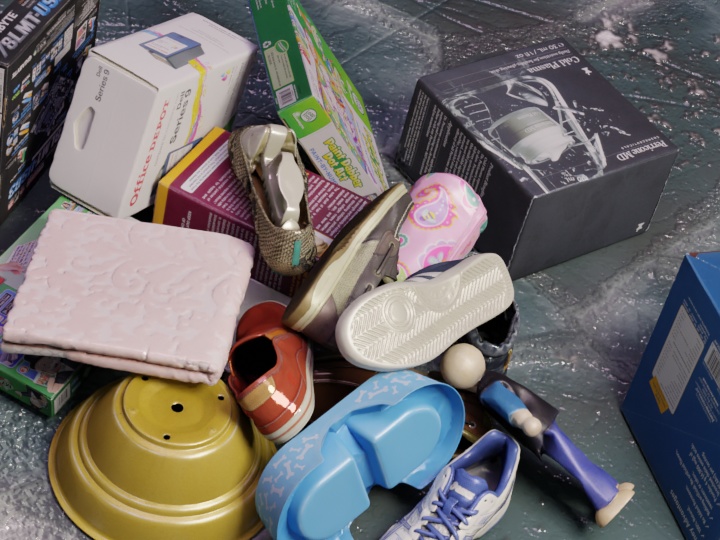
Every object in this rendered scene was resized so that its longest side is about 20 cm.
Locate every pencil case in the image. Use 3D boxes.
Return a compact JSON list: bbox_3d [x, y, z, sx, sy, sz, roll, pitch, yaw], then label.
[{"bbox_3d":[0.048,0.006,1.723,0.087,0.088,0.200,23,58,10],"label":"pencil case"}]

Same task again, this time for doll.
[{"bbox_3d":[0.150,0.135,1.612,0.200,0.048,0.136,43,6,6],"label":"doll"}]

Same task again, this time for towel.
[{"bbox_3d":[-0.197,0.021,1.610,0.190,0.032,0.200,9,34,1],"label":"towel"}]

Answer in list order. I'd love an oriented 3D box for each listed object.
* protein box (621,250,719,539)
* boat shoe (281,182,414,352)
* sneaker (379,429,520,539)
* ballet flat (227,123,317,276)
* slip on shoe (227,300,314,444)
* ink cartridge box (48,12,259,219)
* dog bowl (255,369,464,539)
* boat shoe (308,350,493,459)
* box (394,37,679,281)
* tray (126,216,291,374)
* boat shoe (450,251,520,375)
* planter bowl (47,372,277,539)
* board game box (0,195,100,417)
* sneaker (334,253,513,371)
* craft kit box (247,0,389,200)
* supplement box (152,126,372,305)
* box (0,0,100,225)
[{"bbox_3d":[0.348,0.119,1.632,0.134,0.201,0.199,-4,45,-19],"label":"protein box"},{"bbox_3d":[0.000,0.000,1.647,0.066,0.072,0.201,45,45,-7],"label":"boat shoe"},{"bbox_3d":[0.067,0.205,1.547,0.075,0.088,0.200,29,45,13],"label":"sneaker"},{"bbox_3d":[-0.075,-0.085,1.696,0.067,0.076,0.201,-2,45,-16],"label":"ballet flat"},{"bbox_3d":[-0.082,0.073,1.591,0.061,0.074,0.200,45,13,-23],"label":"slip on shoe"},{"bbox_3d":[-0.194,-0.148,1.770,0.087,0.146,0.200,29,26,16],"label":"ink cartridge box"},{"bbox_3d":[-0.004,0.157,1.544,0.200,0.112,0.050,-38,47,-19],"label":"dog bowl"},{"bbox_3d":[0.021,0.121,1.634,0.199,0.072,0.068,6,42,-9],"label":"boat shoe"},{"bbox_3d":[0.176,-0.115,1.896,0.199,0.124,0.197,-19,54,-32],"label":"box"},{"bbox_3d":[-0.166,0.026,1.715,0.199,0.022,0.108,27,51,13],"label":"tray"},{"bbox_3d":[0.116,0.033,1.741,0.070,0.091,0.201,7,42,-8],"label":"boat shoe"},{"bbox_3d":[-0.157,0.138,1.558,0.199,0.084,0.201,8,43,-8],"label":"planter bowl"},{"bbox_3d":[-0.270,0.028,1.660,0.134,0.029,0.200,26,50,16],"label":"board game box"},{"bbox_3d":[0.041,0.041,1.602,0.199,0.084,0.075,-18,92,-41],"label":"sneaker"},{"bbox_3d":[-0.038,-0.163,1.843,0.048,0.198,0.201,-24,46,9],"label":"craft kit box"},{"bbox_3d":[-0.084,-0.039,1.765,0.199,0.086,0.110,26,44,13],"label":"supplement box"},{"bbox_3d":[-0.310,-0.172,1.760,0.049,0.199,0.200,23,43,7],"label":"box"}]
